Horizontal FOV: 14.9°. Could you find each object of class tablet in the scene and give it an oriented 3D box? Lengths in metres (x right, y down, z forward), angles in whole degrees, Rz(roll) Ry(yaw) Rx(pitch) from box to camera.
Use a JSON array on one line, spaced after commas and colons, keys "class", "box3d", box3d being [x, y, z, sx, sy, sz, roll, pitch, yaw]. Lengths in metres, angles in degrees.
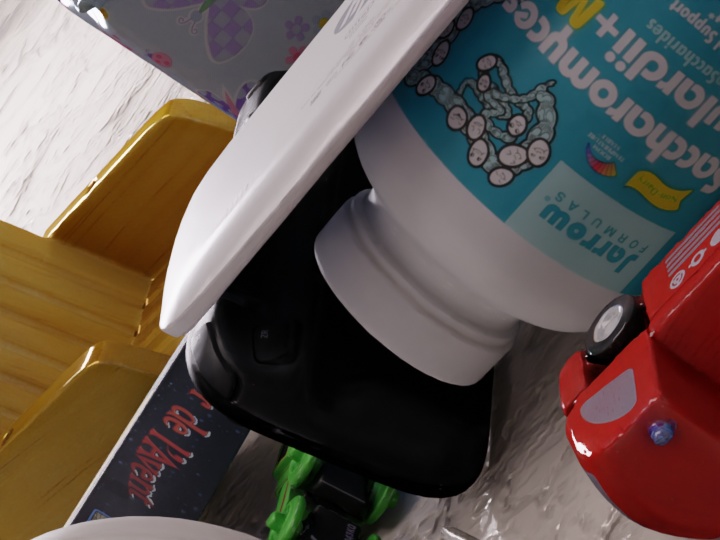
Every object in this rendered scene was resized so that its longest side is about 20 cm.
[{"class": "tablet", "box3d": [0.005, -0.074, 0.846, 0.200, 0.014, 0.130, -49, 12, 16]}]

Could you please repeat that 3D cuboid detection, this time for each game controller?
[{"class": "game controller", "box3d": [0.000, 0.000, 0.936, 0.042, 0.104, 0.200, -51, 17, 30]}]

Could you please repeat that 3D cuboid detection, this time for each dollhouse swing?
[{"class": "dollhouse swing", "box3d": [-0.146, -0.005, 1.217, 0.182, 0.176, 0.200, -44, 19, 33]}]

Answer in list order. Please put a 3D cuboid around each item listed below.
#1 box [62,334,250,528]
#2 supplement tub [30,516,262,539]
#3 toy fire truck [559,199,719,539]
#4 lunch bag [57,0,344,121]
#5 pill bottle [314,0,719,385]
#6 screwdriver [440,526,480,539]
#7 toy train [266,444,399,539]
[{"class": "box", "box3d": [-0.082, 0.087, 1.007, 0.137, 0.038, 0.200, -56, 2, 38]}, {"class": "supplement tub", "box3d": [-0.065, 0.176, 0.717, 0.140, 0.140, 0.200, -42, 22, 36]}, {"class": "toy fire truck", "box3d": [0.129, 0.005, 0.673, 0.200, 0.049, 0.141, -48, 18, 21]}, {"class": "lunch bag", "box3d": [-0.003, -0.149, 1.114, 0.200, 0.170, 0.127, -58, 19, 1]}, {"class": "pill bottle", "box3d": [0.074, -0.058, 0.839, 0.200, 0.111, 0.111, -49, 18, 20]}, {"class": "screwdriver", "box3d": [0.053, 0.089, 0.751, 0.029, 0.028, 0.200, -30, 13, -19]}, {"class": "toy train", "box3d": [-0.009, 0.066, 0.951, 0.056, 0.042, 0.200, -53, 14, 43]}]
